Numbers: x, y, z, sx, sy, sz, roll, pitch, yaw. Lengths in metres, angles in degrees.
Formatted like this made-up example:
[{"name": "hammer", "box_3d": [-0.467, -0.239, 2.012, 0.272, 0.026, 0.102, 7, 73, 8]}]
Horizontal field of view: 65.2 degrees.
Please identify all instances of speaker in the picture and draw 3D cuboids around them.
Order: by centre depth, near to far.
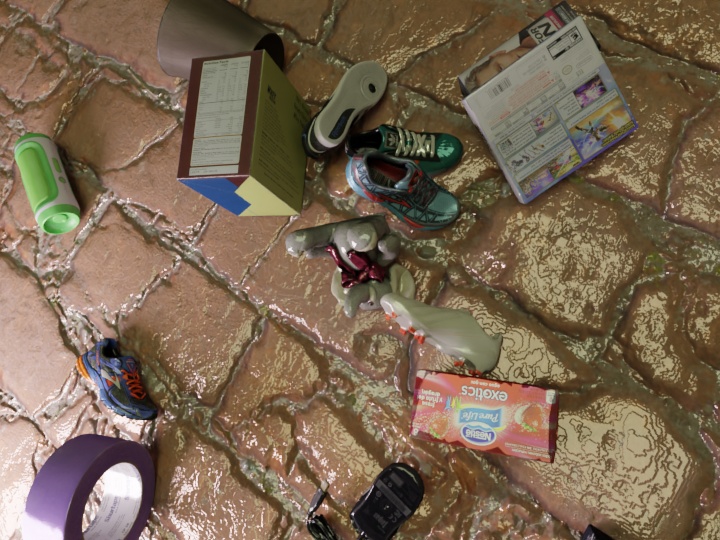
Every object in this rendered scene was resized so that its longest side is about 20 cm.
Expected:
[{"name": "speaker", "box_3d": [-0.636, -0.177, 1.144, 0.087, 0.088, 0.203, -32, 72, 9]}]

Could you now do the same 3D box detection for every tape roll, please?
[{"name": "tape roll", "box_3d": [-0.426, 0.372, 0.903, 0.083, 0.200, 0.206, 3, 80, 17]}]

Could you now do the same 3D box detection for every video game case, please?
[{"name": "video game case", "box_3d": [0.279, -0.234, 0.840, 0.198, 0.046, 0.183, -33, 99, 8]}]

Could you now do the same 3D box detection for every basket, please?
[{"name": "basket", "box_3d": [-0.250, -0.416, 1.045, 0.197, 0.136, 0.184, 26, 91, 17]}]

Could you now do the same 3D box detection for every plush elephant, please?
[{"name": "plush elephant", "box_3d": [0.000, 0.000, 0.874, 0.161, 0.199, 0.159, -4, 100, 30]}]

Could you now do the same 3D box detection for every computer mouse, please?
[{"name": "computer mouse", "box_3d": [0.005, 0.351, 0.853, 0.139, 0.046, 0.203, 34, 102, 17]}]

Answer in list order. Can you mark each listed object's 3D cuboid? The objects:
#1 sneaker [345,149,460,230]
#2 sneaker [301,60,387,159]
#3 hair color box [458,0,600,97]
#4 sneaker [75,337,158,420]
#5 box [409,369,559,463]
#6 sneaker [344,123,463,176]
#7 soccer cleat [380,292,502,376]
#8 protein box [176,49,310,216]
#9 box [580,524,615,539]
[{"name": "sneaker", "box_3d": [0.072, -0.123, 0.870, 0.196, 0.095, 0.081, 21, 79, -10]}, {"name": "sneaker", "box_3d": [-0.039, -0.278, 0.979, 0.073, 0.111, 0.201, 45, 61, -17]}, {"name": "hair color box", "box_3d": [0.265, -0.317, 0.893, 0.198, 0.060, 0.101, -34, 71, 9]}, {"name": "sneaker", "box_3d": [-0.429, 0.195, 1.009, 0.198, 0.075, 0.079, 37, 88, 19]}, {"name": "box", "box_3d": [0.176, 0.201, 0.796, 0.195, 0.100, 0.098, 5, 80, 18]}, {"name": "sneaker", "box_3d": [0.067, -0.197, 0.921, 0.195, 0.080, 0.073, 0, 79, 17]}, {"name": "soccer cleat", "box_3d": [0.120, 0.080, 0.837, 0.197, 0.069, 0.079, 32, 77, -6]}, {"name": "protein box", "box_3d": [-0.186, -0.218, 0.945, 0.131, 0.198, 0.206, 1, 79, 17]}, {"name": "box", "box_3d": [0.282, 0.440, 0.670, 0.103, 0.182, 0.203, 28, 88, 21]}]
